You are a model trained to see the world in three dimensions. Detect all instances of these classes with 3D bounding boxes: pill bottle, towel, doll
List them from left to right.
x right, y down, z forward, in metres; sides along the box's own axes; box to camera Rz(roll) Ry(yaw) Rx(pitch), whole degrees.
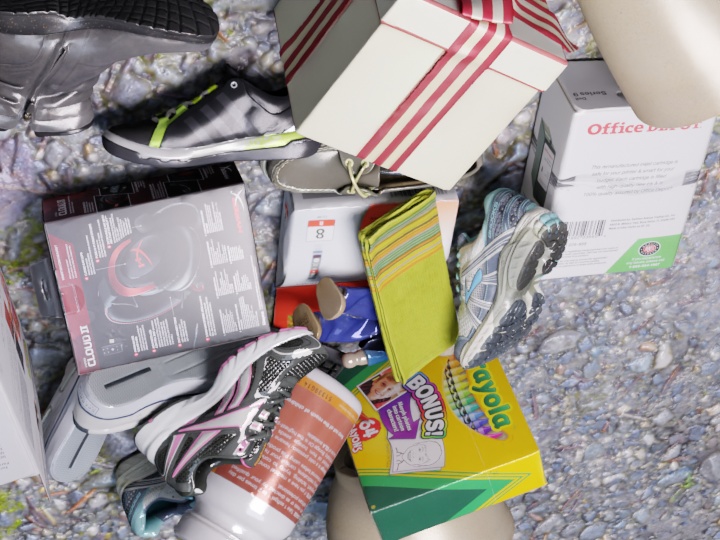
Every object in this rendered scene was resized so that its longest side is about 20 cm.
[{"bbox_3d":[-0.093,0.186,1.597,0.112,0.112,0.200,43,73,-40],"label":"pill bottle"},{"bbox_3d":[0.024,0.054,1.626,0.200,0.049,0.136,10,132,-44],"label":"doll"},{"bbox_3d":[0.051,0.018,1.567,0.086,0.018,0.200,-33,136,-20],"label":"towel"}]

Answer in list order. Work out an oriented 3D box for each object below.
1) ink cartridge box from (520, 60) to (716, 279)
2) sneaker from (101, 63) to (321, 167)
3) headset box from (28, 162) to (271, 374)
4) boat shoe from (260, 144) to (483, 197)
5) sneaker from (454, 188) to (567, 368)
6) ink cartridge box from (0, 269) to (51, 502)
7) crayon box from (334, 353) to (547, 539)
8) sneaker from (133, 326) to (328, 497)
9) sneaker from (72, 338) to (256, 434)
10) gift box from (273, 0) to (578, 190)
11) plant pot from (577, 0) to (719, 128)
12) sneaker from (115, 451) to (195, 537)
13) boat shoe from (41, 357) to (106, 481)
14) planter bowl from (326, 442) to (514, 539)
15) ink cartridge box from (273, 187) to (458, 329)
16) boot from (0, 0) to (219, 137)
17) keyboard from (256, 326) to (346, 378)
[{"bbox_3d":[0.238,-0.097,1.570,0.145,0.084,0.200,-4,132,-15],"label":"ink cartridge box"},{"bbox_3d":[-0.126,-0.138,1.440,0.199,0.072,0.083,-5,105,-14],"label":"sneaker"},{"bbox_3d":[-0.192,-0.001,1.487,0.199,0.075,0.149,-13,111,-8],"label":"headset box"},{"bbox_3d":[0.012,-0.102,1.505,0.201,0.060,0.072,-10,135,-10],"label":"boat shoe"},{"bbox_3d":[0.128,0.006,1.572,0.078,0.086,0.200,-20,144,-41],"label":"sneaker"},{"bbox_3d":[-0.340,0.092,1.462,0.084,0.200,0.176,-15,132,-4],"label":"ink cartridge box"},{"bbox_3d":[0.073,0.156,1.659,0.172,0.200,0.058,-21,132,0],"label":"crayon box"},{"bbox_3d":[-0.105,0.136,1.528,0.200,0.086,0.080,-38,158,10],"label":"sneaker"},{"bbox_3d":[-0.186,0.099,1.560,0.200,0.073,0.071,-14,158,-38],"label":"sneaker"},{"bbox_3d":[0.060,-0.202,1.360,0.200,0.185,0.187,14,134,-33],"label":"gift box"},{"bbox_3d":[0.252,-0.255,1.389,0.187,0.187,0.200,-36,118,14],"label":"plant pot"},{"bbox_3d":[-0.158,0.209,1.697,0.200,0.086,0.078,-32,138,19],"label":"sneaker"},{"bbox_3d":[-0.257,0.105,1.593,0.073,0.067,0.200,24,104,-49],"label":"boat shoe"},{"bbox_3d":[0.047,0.239,1.749,0.200,0.200,0.135,-21,110,0],"label":"planter bowl"},{"bbox_3d":[0.000,0.000,1.601,0.162,0.050,0.200,-5,129,-14],"label":"ink cartridge box"},{"bbox_3d":[-0.220,-0.172,1.371,0.199,0.070,0.132,5,132,-8],"label":"boot"},{"bbox_3d":[-0.122,0.098,1.659,0.200,0.021,0.127,21,128,-31],"label":"keyboard"}]
